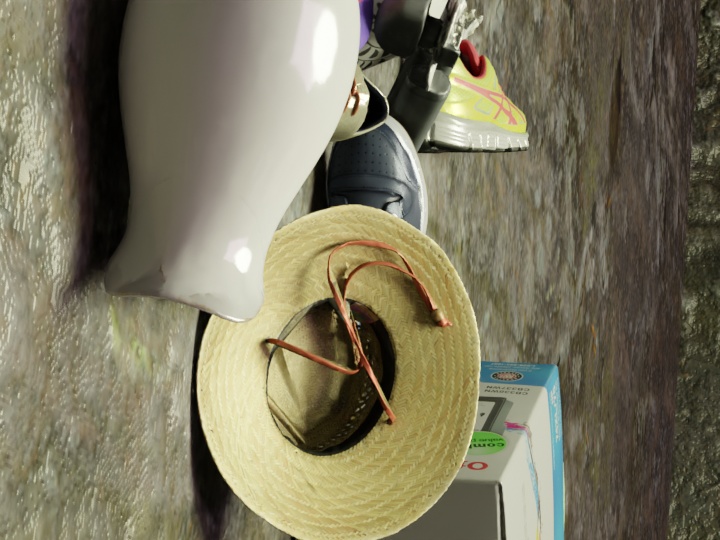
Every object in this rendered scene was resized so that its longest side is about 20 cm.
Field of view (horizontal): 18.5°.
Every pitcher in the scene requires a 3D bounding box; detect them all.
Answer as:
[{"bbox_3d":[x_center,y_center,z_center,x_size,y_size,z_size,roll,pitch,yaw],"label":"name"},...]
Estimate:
[{"bbox_3d":[-0.071,-0.079,1.147,0.172,0.120,0.202,-170,-88,-85],"label":"pitcher"}]

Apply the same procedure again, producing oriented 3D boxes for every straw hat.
[{"bbox_3d":[-0.026,0.064,1.333,0.085,0.200,0.203,-8,-103,62],"label":"straw hat"}]

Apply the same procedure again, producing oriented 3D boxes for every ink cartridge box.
[{"bbox_3d":[0.052,0.165,1.524,0.200,0.146,0.147,-54,143,-65],"label":"ink cartridge box"}]

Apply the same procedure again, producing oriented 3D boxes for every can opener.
[{"bbox_3d":[0.035,-0.136,1.466,0.200,0.066,0.053,109,-1,-64],"label":"can opener"}]

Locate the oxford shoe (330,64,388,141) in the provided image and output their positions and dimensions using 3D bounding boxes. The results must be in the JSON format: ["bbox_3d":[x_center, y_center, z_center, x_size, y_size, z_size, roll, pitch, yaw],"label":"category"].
[{"bbox_3d":[-0.035,-0.114,1.312,0.200,0.073,0.071,-1,93,-75],"label":"oxford shoe"}]

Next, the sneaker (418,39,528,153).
[{"bbox_3d":[0.088,-0.138,1.754,0.200,0.078,0.091,-8,97,-74],"label":"sneaker"}]

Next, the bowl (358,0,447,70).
[{"bbox_3d":[0.028,-0.227,1.494,0.201,0.093,0.202,3,90,-74],"label":"bowl"}]

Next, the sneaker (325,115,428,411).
[{"bbox_3d":[0.000,0.000,1.462,0.109,0.070,0.202,-45,137,-71],"label":"sneaker"}]

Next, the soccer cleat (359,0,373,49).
[{"bbox_3d":[-0.013,-0.218,1.354,0.068,0.073,0.201,-37,129,-40],"label":"soccer cleat"}]
